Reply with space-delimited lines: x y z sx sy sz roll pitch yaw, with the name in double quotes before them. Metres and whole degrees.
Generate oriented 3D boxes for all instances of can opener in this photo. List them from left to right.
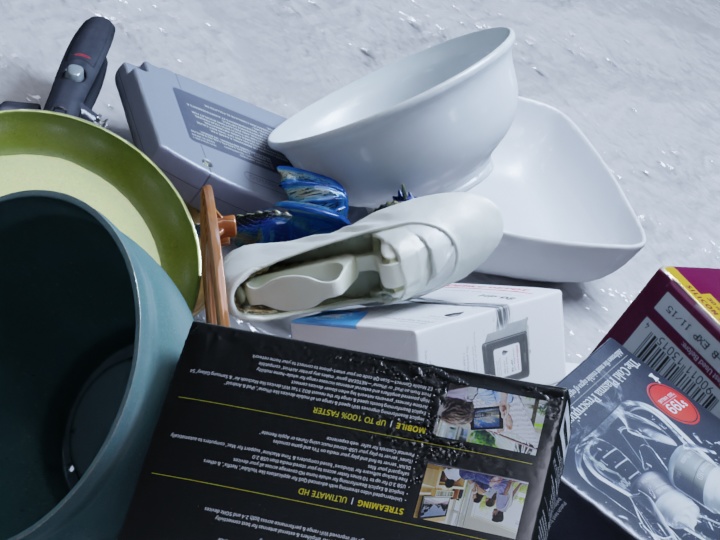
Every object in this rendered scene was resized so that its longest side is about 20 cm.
"can opener" -0.205 -0.131 1.283 0.078 0.064 0.200 25 34 -7

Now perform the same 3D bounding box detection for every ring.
"ring" -0.078 0.049 1.078 0.019 0.201 0.201 -6 42 -7

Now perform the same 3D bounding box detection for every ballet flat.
"ballet flat" 0.000 0.000 1.199 0.199 0.070 0.070 -12 39 4

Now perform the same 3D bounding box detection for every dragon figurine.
"dragon figurine" -0.040 -0.033 1.254 0.199 0.100 0.059 21 30 -15

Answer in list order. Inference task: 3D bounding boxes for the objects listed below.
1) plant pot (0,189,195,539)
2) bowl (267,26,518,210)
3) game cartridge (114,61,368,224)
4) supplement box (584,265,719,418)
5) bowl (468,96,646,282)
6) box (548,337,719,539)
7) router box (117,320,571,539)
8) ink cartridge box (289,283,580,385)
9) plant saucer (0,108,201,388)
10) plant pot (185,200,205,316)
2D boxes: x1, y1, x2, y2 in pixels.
"plant pot" -0.162 0.073 1.005 0.134 0.200 0.201 33 20 -53
"bowl" 0.039 -0.098 1.335 0.091 0.200 0.201 64 31 -14
"game cartridge" -0.086 -0.080 1.355 0.199 0.042 0.134 20 35 -35
"supplement box" 0.282 0.077 1.370 0.131 0.103 0.200 47 24 25
"bowl" 0.114 -0.065 1.486 0.199 0.075 0.200 7 41 -32
"box" 0.169 0.158 1.108 0.182 0.104 0.200 38 28 12
"router box" -0.009 0.114 0.885 0.199 0.051 0.150 10 61 14
"ink cartridge box" 0.061 0.051 1.245 0.115 0.067 0.199 3 11 42
"plant saucer" -0.199 -0.010 1.144 0.199 0.031 0.201 12 58 -19
"plant pot" -0.191 -0.023 1.234 0.199 0.028 0.200 20 34 -14
